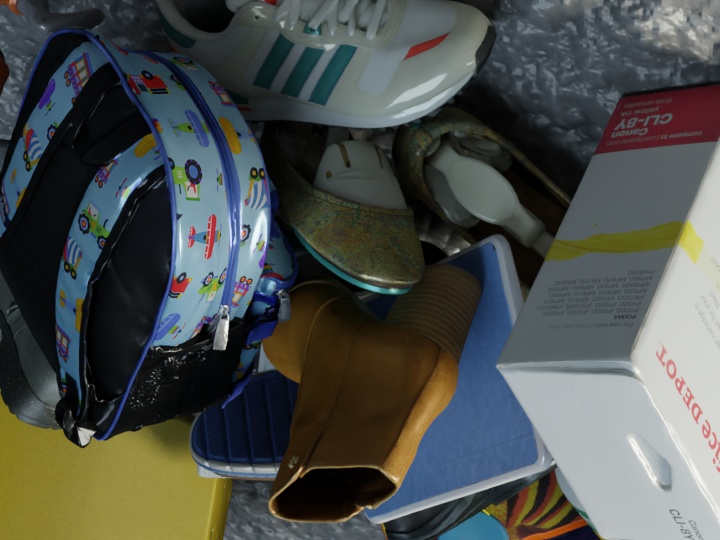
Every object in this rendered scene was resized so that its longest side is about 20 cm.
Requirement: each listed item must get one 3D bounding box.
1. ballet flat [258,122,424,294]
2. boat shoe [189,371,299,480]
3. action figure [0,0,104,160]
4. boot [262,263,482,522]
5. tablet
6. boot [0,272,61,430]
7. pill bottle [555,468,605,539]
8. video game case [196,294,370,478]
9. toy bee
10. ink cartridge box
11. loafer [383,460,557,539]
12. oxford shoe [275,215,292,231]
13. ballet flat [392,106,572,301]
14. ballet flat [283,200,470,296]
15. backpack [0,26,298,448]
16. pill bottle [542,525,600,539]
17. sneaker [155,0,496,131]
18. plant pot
[{"bbox_3d":[-0.013,-0.049,1.280,0.071,0.071,0.200,49,180,-27],"label":"ballet flat"},{"bbox_3d":[-0.005,0.105,1.444,0.200,0.072,0.072,-8,145,8],"label":"boat shoe"},{"bbox_3d":[-0.227,-0.181,1.277,0.193,0.105,0.200,49,144,18],"label":"action figure"},{"bbox_3d":[-0.021,0.074,1.269,0.071,0.144,0.201,40,149,-21],"label":"boot"},{"bbox_3d":[0.042,0.065,1.307,0.014,0.130,0.200,-5,168,-31],"label":"tablet"},{"bbox_3d":[-0.189,-0.007,1.476,0.068,0.200,0.131,14,128,-40],"label":"boot"},{"bbox_3d":[0.188,0.127,1.401,0.113,0.113,0.200,-10,130,41],"label":"pill bottle"},{"bbox_3d":[-0.010,0.077,1.487,0.182,0.024,0.200,2,143,-6],"label":"video game case"},{"bbox_3d":[0.056,0.159,1.507,0.109,0.200,0.131,59,162,13],"label":"toy bee"},{"bbox_3d":[0.164,0.023,1.209,0.083,0.200,0.145,-3,134,36],"label":"ink cartridge box"},{"bbox_3d":[0.061,0.107,1.365,0.072,0.073,0.200,57,144,5],"label":"loafer"},{"bbox_3d":[-0.112,-0.038,1.425,0.084,0.073,0.200,-1,136,36],"label":"oxford shoe"},{"bbox_3d":[0.100,-0.017,1.286,0.200,0.071,0.071,41,143,-6],"label":"ballet flat"},{"bbox_3d":[0.000,0.000,1.369,0.200,0.057,0.066,-8,137,4],"label":"ballet flat"},{"bbox_3d":[-0.114,-0.034,1.240,0.183,0.135,0.200,58,143,29],"label":"backpack"},{"bbox_3d":[0.147,0.263,1.522,0.116,0.200,0.116,17,144,13],"label":"pill bottle"},{"bbox_3d":[-0.027,-0.131,1.252,0.200,0.070,0.093,2,143,35],"label":"sneaker"},{"bbox_3d":[-0.188,0.181,1.629,0.176,0.200,0.200,7,160,3],"label":"plant pot"}]
